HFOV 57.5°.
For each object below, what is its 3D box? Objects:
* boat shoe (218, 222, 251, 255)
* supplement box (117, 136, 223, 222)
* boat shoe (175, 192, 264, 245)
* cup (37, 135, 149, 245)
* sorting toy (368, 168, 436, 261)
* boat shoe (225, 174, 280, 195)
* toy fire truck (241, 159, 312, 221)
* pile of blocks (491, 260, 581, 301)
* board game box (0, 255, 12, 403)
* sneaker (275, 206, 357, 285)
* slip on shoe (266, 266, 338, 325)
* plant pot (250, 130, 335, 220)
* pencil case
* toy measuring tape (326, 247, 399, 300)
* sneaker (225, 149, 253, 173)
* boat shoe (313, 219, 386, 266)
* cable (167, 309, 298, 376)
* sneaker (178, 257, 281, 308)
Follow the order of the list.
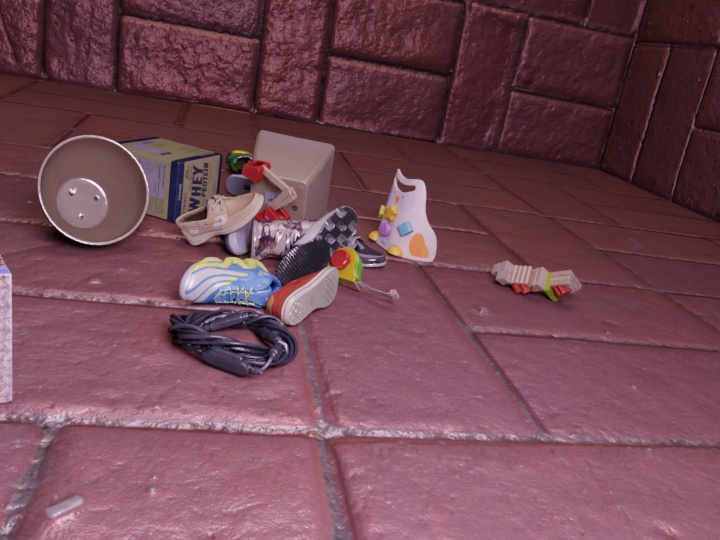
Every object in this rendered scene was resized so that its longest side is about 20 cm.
[{"bbox_3d":[-0.273,-0.083,1.404,0.069,0.074,0.201,-14,25,3],"label":"boat shoe"},{"bbox_3d":[-0.465,-0.222,1.559,0.195,0.138,0.200,16,20,14],"label":"supplement box"},{"bbox_3d":[-0.285,-0.115,1.321,0.196,0.065,0.073,-20,38,22],"label":"boat shoe"},{"bbox_3d":[-0.527,-0.143,1.272,0.196,0.206,0.142,-3,-3,-34],"label":"cup"},{"bbox_3d":[0.102,-0.142,1.581,0.104,0.185,0.199,-1,22,-30],"label":"sorting toy"},{"bbox_3d":[-0.262,-0.229,1.783,0.196,0.073,0.091,17,24,21],"label":"boat shoe"},{"bbox_3d":[-0.177,-0.142,1.446,0.197,0.144,0.049,28,32,16],"label":"toy fire truck"},{"bbox_3d":[0.385,0.035,1.458,0.195,0.083,0.063,10,60,26],"label":"pile of blocks"},{"bbox_3d":[-0.486,0.044,0.780,0.095,0.163,0.199,-5,26,-38],"label":"board game box"},{"bbox_3d":[-0.092,-0.045,1.292,0.199,0.075,0.088,-43,18,-16],"label":"sneaker"},{"bbox_3d":[-0.095,0.037,1.155,0.060,0.076,0.199,16,25,24],"label":"slip on shoe"},{"bbox_3d":[-0.181,-0.194,1.581,0.194,0.204,0.178,11,31,2],"label":"plant pot"},{"bbox_3d":[-0.141,-0.059,1.362,0.195,0.092,0.078,0,-6,-20],"label":"pencil case"},{"bbox_3d":[0.000,0.000,1.287,0.196,0.076,0.073,17,20,31],"label":"toy measuring tape"},{"bbox_3d":[-0.317,-0.326,2.039,0.195,0.080,0.086,-5,29,-15],"label":"sneaker"},{"bbox_3d":[-0.031,-0.061,1.462,0.196,0.064,0.072,18,21,19],"label":"boat shoe"},{"bbox_3d":[-0.191,0.091,0.979,0.195,0.052,0.163,16,20,14],"label":"cable"},{"bbox_3d":[-0.210,0.023,1.116,0.103,0.078,0.199,22,21,27],"label":"sneaker"}]
